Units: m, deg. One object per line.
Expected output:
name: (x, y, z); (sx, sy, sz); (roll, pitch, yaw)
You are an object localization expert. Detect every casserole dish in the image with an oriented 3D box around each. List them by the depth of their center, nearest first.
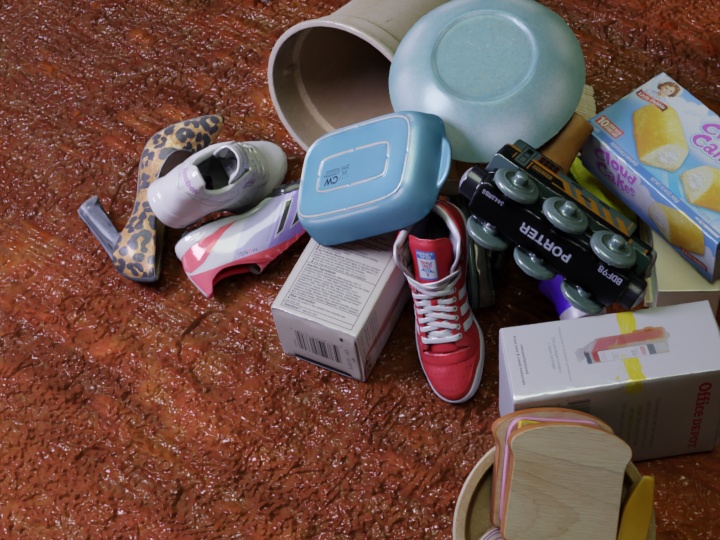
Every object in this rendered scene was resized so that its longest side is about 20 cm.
casserole dish: (0.004, -0.095, 1.341); (0.199, 0.039, 0.122); (-12, 62, 44)

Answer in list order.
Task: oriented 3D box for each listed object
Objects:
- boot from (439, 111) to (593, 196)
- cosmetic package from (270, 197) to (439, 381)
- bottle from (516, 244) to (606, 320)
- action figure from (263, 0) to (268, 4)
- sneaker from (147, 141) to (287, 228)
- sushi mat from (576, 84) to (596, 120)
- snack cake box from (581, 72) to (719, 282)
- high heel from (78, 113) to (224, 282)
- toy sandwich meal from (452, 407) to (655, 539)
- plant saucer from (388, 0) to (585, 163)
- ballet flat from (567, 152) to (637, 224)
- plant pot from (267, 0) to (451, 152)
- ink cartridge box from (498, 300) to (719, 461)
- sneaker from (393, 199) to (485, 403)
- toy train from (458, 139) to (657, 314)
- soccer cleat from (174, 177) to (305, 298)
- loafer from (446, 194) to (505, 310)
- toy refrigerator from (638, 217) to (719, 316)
boot: (0.123, -0.140, 1.387); (0.200, 0.071, 0.145); (31, 79, 17)
cosmetic package: (0.000, 0.000, 1.415); (0.102, 0.088, 0.201); (19, 59, 20)
bottle: (0.196, -0.038, 1.413); (0.065, 0.084, 0.202); (-13, 69, -18)
action figure: (-0.116, -0.398, 1.715); (0.119, 0.102, 0.199); (-47, 35, -16)
sneaker: (-0.133, -0.101, 1.471); (0.199, 0.099, 0.075); (-29, 87, -50)
sushi mat: (0.187, -0.202, 1.518); (0.198, 0.012, 0.096); (18, 46, -25)
snack cake box: (0.327, -0.097, 1.368); (0.114, 0.067, 0.200); (-33, 56, -14)
high heel: (-0.200, -0.077, 1.501); (0.200, 0.072, 0.143); (-40, 55, -6)
toy sandwich meal: (0.175, 0.223, 1.190); (0.203, 0.070, 0.208); (0, 88, -6)
plant saucer: (0.123, -0.204, 1.359); (0.198, 0.039, 0.203); (-4, 64, 9)
ballet flat: (0.226, -0.099, 1.486); (0.067, 0.067, 0.200); (-19, 54, -34)
plant pot: (0.028, -0.234, 1.535); (0.199, 0.202, 0.184); (22, 48, 21)
ink cartridge box: (0.232, 0.113, 1.273); (0.197, 0.146, 0.084); (-7, 52, 0)
sneaker: (0.077, 0.028, 1.329); (0.070, 0.112, 0.203); (-7, 84, 13)
toy train: (0.186, -0.042, 1.271); (0.199, 0.086, 0.114); (34, 35, 9)
soccer cleat: (-0.099, -0.039, 1.478); (0.198, 0.068, 0.074); (-26, 75, -14)
loafer: (0.130, -0.047, 1.449); (0.062, 0.072, 0.202); (-4, 51, -4)
toy refrigerator: (0.325, -0.039, 1.416); (0.069, 0.076, 0.202); (-1, 54, 5)
